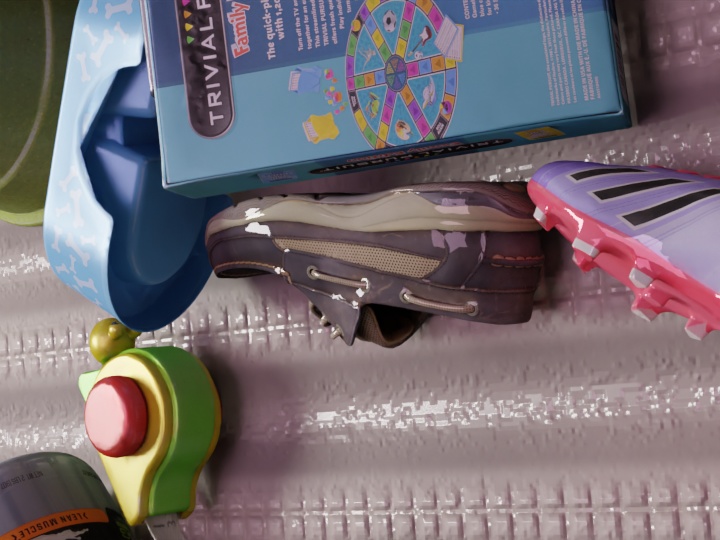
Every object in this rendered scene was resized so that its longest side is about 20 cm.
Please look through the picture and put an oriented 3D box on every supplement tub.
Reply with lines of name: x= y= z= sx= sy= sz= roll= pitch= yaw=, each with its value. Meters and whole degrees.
supplement tub: x=-0.151 y=0.206 z=1.037 sx=0.200 sy=0.122 sz=0.123 roll=55 pitch=126 yaw=28

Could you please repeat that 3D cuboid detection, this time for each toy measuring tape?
toy measuring tape: x=-0.091 y=0.105 z=1.011 sx=0.074 sy=0.073 sz=0.201 roll=-45 pitch=61 yaw=36

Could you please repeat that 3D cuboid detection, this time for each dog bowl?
dog bowl: x=-0.104 y=-0.073 z=0.979 sx=0.049 sy=0.111 sz=0.202 roll=18 pitch=105 yaw=24

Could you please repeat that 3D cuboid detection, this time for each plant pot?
plant pot: x=-0.257 y=-0.124 z=1.086 sx=0.199 sy=0.189 sz=0.202 roll=2 pitch=93 yaw=44

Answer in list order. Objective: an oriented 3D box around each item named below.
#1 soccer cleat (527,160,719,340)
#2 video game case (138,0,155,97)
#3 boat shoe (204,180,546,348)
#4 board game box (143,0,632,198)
soccer cleat: x=0.149 y=-0.011 z=0.777 sx=0.200 sy=0.067 sz=0.077 roll=30 pitch=81 yaw=47
video game case: x=-0.038 y=-0.187 z=0.910 sx=0.019 sy=0.142 sz=0.202 roll=129 pitch=134 yaw=-83
boat shoe: x=0.000 y=0.000 z=0.910 sx=0.199 sy=0.074 sz=0.074 roll=-4 pitch=89 yaw=47
board game box: x=0.007 y=-0.122 z=0.848 sx=0.198 sy=0.047 sz=0.152 roll=-8 pitch=84 yaw=12
